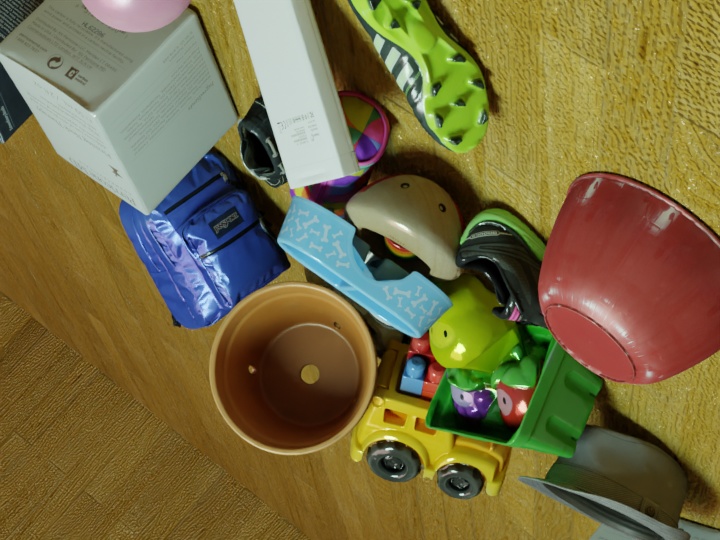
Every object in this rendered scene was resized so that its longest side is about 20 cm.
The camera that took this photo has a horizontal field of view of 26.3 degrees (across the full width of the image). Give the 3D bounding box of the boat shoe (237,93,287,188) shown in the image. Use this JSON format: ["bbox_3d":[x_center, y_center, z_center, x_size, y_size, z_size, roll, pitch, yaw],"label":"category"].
[{"bbox_3d":[-0.108,-0.138,1.728,0.075,0.060,0.200,37,162,14],"label":"boat shoe"}]

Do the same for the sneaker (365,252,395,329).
[{"bbox_3d":[0.015,-0.002,1.759,0.199,0.074,0.089,32,157,38],"label":"sneaker"}]

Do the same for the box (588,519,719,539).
[{"bbox_3d":[0.341,0.398,1.795,0.131,0.200,0.198,52,159,-24],"label":"box"}]

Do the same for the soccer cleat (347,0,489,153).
[{"bbox_3d":[0.047,-0.186,1.303,0.200,0.067,0.081,55,176,-33],"label":"soccer cleat"}]

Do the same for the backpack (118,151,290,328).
[{"bbox_3d":[-0.195,-0.052,1.965,0.167,0.162,0.201,-14,110,58],"label":"backpack"}]

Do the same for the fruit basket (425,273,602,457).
[{"bbox_3d":[0.135,0.103,1.666,0.214,0.156,0.216,24,169,5],"label":"fruit basket"}]

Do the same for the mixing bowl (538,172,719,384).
[{"bbox_3d":[0.226,0.024,1.324,0.200,0.108,0.200,38,162,15],"label":"mixing bowl"}]

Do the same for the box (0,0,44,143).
[{"bbox_3d":[-0.401,-0.274,1.800,0.104,0.200,0.148,38,162,12],"label":"box"}]

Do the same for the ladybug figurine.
[{"bbox_3d":[0.052,-0.046,1.554,0.135,0.072,0.200,30,171,0],"label":"ladybug figurine"}]

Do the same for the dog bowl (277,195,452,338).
[{"bbox_3d":[0.000,0.000,1.577,0.199,0.050,0.111,36,172,-10],"label":"dog bowl"}]

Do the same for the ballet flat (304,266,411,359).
[{"bbox_3d":[0.004,0.047,1.901,0.070,0.071,0.200,21,158,47],"label":"ballet flat"}]

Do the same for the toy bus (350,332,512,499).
[{"bbox_3d":[0.101,0.161,1.876,0.198,0.136,0.193,16,134,3],"label":"toy bus"}]

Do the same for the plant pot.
[{"bbox_3d":[-0.071,0.122,1.851,0.200,0.201,0.140,38,178,10],"label":"plant pot"}]

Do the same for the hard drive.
[{"bbox_3d":[-0.063,-0.181,1.444,0.132,0.027,0.202,-5,104,66],"label":"hard drive"}]

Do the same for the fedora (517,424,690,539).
[{"bbox_3d":[0.281,0.228,1.687,0.199,0.091,0.177,28,168,-11],"label":"fedora"}]

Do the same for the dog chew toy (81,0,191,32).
[{"bbox_3d":[-0.214,-0.318,1.454,0.124,0.125,0.200,37,153,15],"label":"dog chew toy"}]

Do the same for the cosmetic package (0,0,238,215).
[{"bbox_3d":[-0.267,-0.208,1.731,0.167,0.167,0.200,32,161,26],"label":"cosmetic package"}]

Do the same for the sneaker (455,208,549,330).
[{"bbox_3d":[0.173,0.029,1.481,0.200,0.084,0.077,39,163,10],"label":"sneaker"}]

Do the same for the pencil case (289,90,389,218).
[{"bbox_3d":[-0.024,-0.111,1.578,0.088,0.088,0.200,40,161,5],"label":"pencil case"}]
